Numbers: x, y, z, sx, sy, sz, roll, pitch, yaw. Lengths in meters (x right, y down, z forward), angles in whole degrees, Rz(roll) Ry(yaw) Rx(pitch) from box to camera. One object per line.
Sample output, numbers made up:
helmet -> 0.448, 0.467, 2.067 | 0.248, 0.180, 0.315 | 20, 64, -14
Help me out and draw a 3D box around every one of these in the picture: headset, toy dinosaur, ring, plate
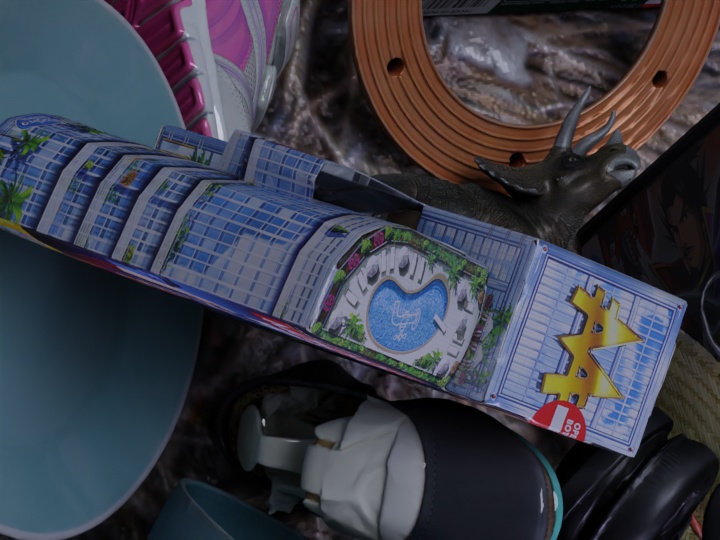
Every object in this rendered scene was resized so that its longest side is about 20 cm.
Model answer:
headset -> 0.131, 0.088, 0.806 | 0.094, 0.123, 0.201 | -19, 124, -59
toy dinosaur -> 0.026, -0.006, 0.966 | 0.199, 0.077, 0.103 | -8, 59, -12
ring -> 0.081, -0.130, 0.999 | 0.200, 0.019, 0.201 | -10, 113, -25
plate -> -0.117, -0.004, 0.797 | 0.200, 0.025, 0.201 | -2, 92, -61

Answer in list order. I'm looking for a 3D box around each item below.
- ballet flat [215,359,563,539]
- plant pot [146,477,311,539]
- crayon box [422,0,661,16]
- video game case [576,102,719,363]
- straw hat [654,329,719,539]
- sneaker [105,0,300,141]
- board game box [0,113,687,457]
ballet flat -> -0.002, 0.075, 0.846 | 0.073, 0.200, 0.073 | -5, 101, -26
plant pot -> -0.020, 0.188, 0.812 | 0.200, 0.200, 0.135 | 34, 89, -12
crayon box -> 0.085, -0.214, 1.067 | 0.199, 0.058, 0.173 | -5, 74, -27
video game case -> 0.151, 0.038, 0.928 | 0.025, 0.200, 0.182 | -6, 75, -16
straw hat -> 0.109, 0.122, 0.890 | 0.085, 0.201, 0.202 | -24, 84, -18
sneaker -> -0.062, -0.093, 0.933 | 0.088, 0.081, 0.201 | 6, 72, -40
board game box -> 0.000, 0.000, 0.773 | 0.200, 0.199, 0.062 | 25, 83, -60
